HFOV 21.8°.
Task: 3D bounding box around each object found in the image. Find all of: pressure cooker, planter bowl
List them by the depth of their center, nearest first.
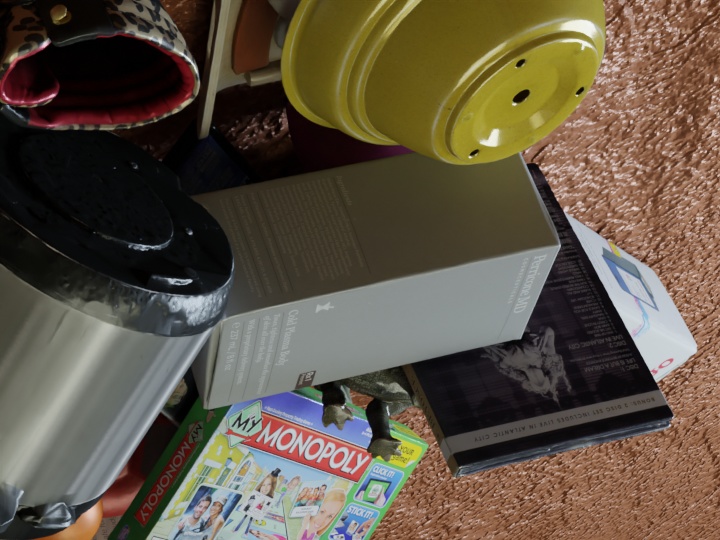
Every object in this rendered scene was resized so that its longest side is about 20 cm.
[{"bbox_3d":[-0.177,0.037,0.931,0.201,0.179,0.176,-55,161,22],"label":"pressure cooker"},{"bbox_3d":[0.065,-0.115,0.969,0.199,0.084,0.201,-27,153,-14],"label":"planter bowl"}]

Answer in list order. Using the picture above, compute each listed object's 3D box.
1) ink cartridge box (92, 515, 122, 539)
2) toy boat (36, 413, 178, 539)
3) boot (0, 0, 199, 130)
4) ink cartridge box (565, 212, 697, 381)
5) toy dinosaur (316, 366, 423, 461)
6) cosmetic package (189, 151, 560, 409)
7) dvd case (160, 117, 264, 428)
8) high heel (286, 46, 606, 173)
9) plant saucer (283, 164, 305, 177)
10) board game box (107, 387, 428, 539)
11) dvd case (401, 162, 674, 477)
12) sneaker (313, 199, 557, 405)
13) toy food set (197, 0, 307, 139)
[{"bbox_3d":[-0.166,0.157,1.258,0.199,0.147,0.083,-7,152,-28],"label":"ink cartridge box"},{"bbox_3d":[-0.192,0.117,1.121,0.198,0.131,0.131,-3,125,-22],"label":"toy boat"},{"bbox_3d":[-0.163,-0.139,0.790,0.199,0.151,0.073,9,136,-45],"label":"boot"},{"bbox_3d":[0.136,0.045,1.371,0.145,0.088,0.200,-37,147,20],"label":"ink cartridge box"},{"bbox_3d":[-0.002,0.049,1.136,0.198,0.103,0.077,15,123,-11],"label":"toy dinosaur"},{"bbox_3d":[0.000,0.000,1.040,0.198,0.091,0.107,-10,150,-15],"label":"cosmetic package"},{"bbox_3d":[-0.085,0.019,1.113,0.143,0.017,0.200,-54,140,-10],"label":"dvd case"},{"bbox_3d":[0.054,-0.108,1.100,0.200,0.067,0.096,-38,118,-12],"label":"high heel"},{"bbox_3d":[0.002,-0.026,1.216,0.199,0.030,0.201,-19,150,-11],"label":"plant saucer"},{"bbox_3d":[-0.053,0.138,1.177,0.200,0.029,0.135,26,99,-51],"label":"board game box"},{"bbox_3d":[0.083,0.024,1.125,0.148,0.201,0.016,-10,146,-24],"label":"dvd case"},{"bbox_3d":[0.052,0.022,1.225,0.199,0.076,0.070,-30,150,9],"label":"sneaker"},{"bbox_3d":[0.010,-0.141,1.008,0.198,0.061,0.144,-13,148,-20],"label":"toy food set"}]
